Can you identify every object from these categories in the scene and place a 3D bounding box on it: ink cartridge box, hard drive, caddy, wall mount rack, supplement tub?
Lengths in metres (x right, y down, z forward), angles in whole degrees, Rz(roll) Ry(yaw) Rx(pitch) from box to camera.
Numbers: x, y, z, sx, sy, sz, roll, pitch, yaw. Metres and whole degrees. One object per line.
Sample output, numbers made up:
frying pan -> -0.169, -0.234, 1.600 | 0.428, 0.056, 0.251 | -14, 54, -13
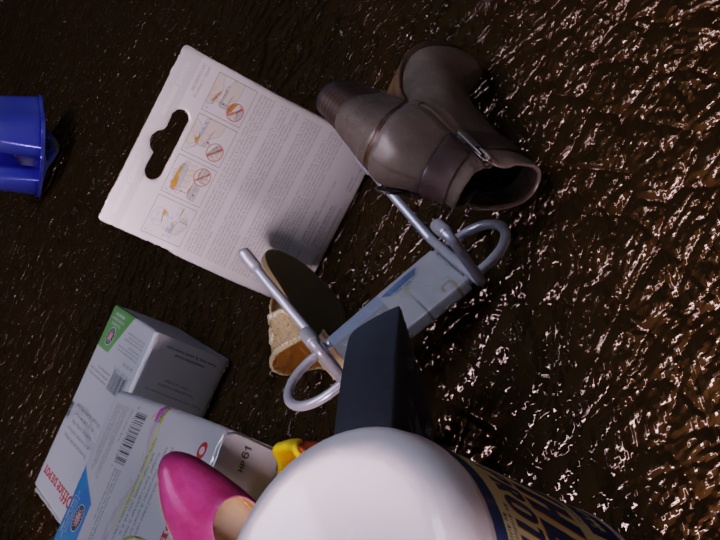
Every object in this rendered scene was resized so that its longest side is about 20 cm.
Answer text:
ink cartridge box -> -0.105, -0.077, 1.053 | 0.162, 0.200, 0.050 | -63, 28, 3
ink cartridge box -> -0.146, 0.187, 0.976 | 0.200, 0.085, 0.145 | 6, 71, 57
hard drive -> 0.017, 0.136, 0.748 | 0.042, 0.135, 0.200 | -7, 45, 11
caddy -> -0.541, -0.204, 2.008 | 0.200, 0.105, 0.142 | -117, 33, -56
wall mount rack -> 0.000, 0.000, 0.881 | 0.200, 0.075, 0.174 | -39, 27, -3
ink cartridge box -> -0.224, 0.149, 1.199 | 0.146, 0.084, 0.200 | 20, 86, 62
supplement tub -> 0.051, 0.166, 0.569 | 0.145, 0.200, 0.145 | -23, 54, 35

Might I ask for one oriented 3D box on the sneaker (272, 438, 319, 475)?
sneaker -> -0.063, 0.217, 0.880 | 0.073, 0.077, 0.200 | -14, 57, 53

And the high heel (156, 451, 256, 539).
high heel -> -0.050, 0.183, 0.794 | 0.200, 0.067, 0.096 | 53, 132, 11

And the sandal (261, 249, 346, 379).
sandal -> -0.046, 0.058, 0.979 | 0.070, 0.078, 0.212 | -56, 35, 11

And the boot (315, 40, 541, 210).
boot -> 0.069, -0.098, 0.889 | 0.146, 0.200, 0.070 | 36, 129, 28

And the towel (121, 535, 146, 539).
towel -> -0.130, 0.304, 0.842 | 0.200, 0.048, 0.171 | 42, 112, 15
